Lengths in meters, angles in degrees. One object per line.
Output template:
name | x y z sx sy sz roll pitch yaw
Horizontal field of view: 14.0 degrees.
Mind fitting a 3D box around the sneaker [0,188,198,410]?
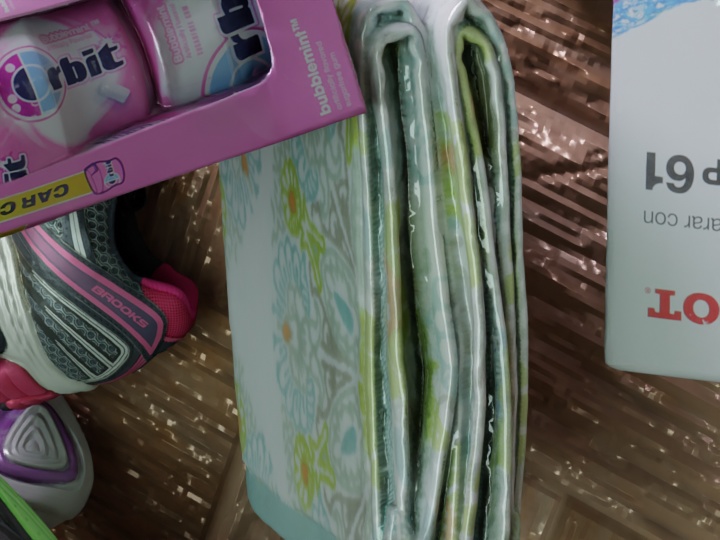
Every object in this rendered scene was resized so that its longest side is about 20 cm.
sneaker | -0.112 -0.060 0.947 0.074 0.081 0.201 -17 98 12

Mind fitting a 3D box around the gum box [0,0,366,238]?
gum box | -0.082 -0.056 0.804 0.113 0.200 0.066 -21 98 -14

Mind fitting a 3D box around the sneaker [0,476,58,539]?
sneaker | -0.094 0.127 0.903 0.199 0.084 0.077 29 114 9

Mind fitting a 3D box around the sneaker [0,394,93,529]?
sneaker | -0.176 0.062 1.015 0.199 0.075 0.100 15 126 25

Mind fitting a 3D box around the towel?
towel | 0.000 0.000 0.848 0.048 0.200 0.172 -4 98 -16

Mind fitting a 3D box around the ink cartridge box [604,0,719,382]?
ink cartridge box | 0.148 -0.067 0.792 0.144 0.085 0.201 6 104 27
